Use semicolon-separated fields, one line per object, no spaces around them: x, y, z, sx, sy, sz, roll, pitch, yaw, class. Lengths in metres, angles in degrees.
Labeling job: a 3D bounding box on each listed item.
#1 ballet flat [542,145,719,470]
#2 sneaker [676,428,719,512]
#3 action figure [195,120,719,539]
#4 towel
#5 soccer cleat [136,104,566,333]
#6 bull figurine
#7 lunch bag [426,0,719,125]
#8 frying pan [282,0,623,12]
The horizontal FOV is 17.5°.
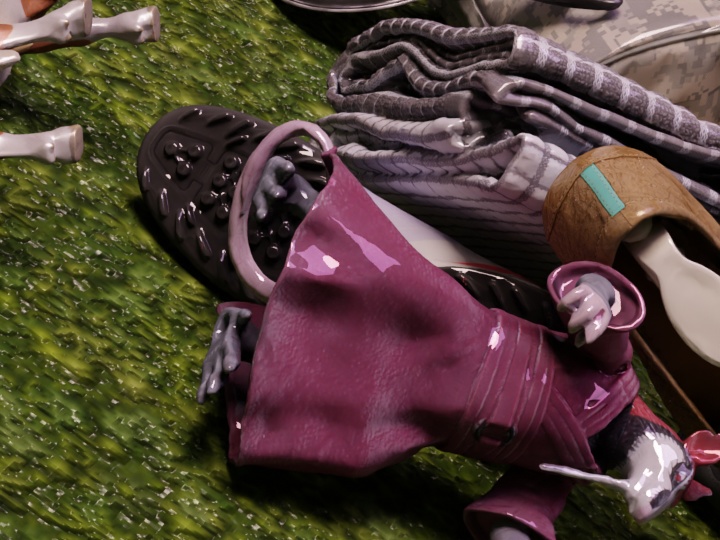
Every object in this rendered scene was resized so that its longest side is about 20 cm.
0.144;0.034;0.876;0.200;0.068;0.072;50;3;-24;ballet flat
0.207;0.034;1.008;0.085;0.075;0.200;37;56;9;sneaker
0.039;0.046;0.851;0.200;0.134;0.149;21;12;-15;action figure
0.086;-0.046;0.986;0.165;0.086;0.200;24;-7;-23;towel
0.000;0.000;0.938;0.200;0.068;0.073;28;-2;4;soccer cleat
-0.149;-0.098;0.898;0.121;0.065;0.200;2;33;10;bull figurine
0.136;-0.129;1.220;0.168;0.139;0.200;-6;41;-18;lunch bag
0.027;-0.151;1.166;0.115;0.031;0.190;-28;36;-24;frying pan
